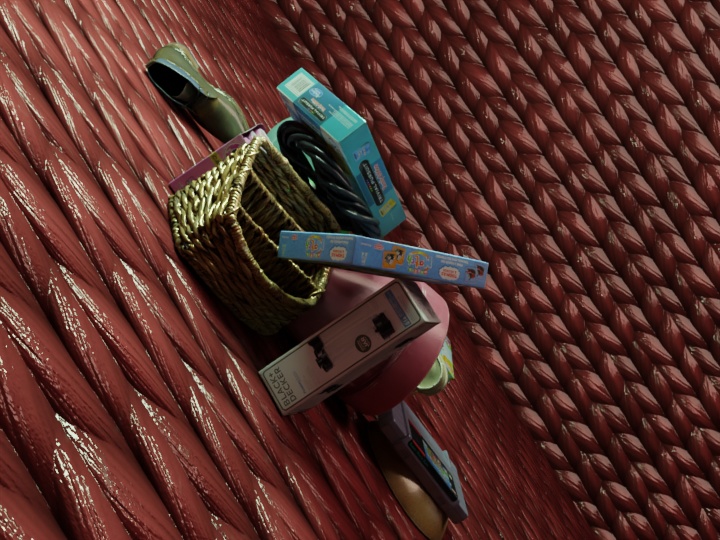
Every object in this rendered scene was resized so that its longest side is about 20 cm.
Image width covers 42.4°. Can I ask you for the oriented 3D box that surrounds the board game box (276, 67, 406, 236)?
[{"bbox_3d":[-0.023,-0.155,1.247,0.151,0.047,0.200,46,-10,37],"label":"board game box"}]

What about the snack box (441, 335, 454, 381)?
[{"bbox_3d":[0.085,0.093,1.623,0.201,0.067,0.169,55,13,-13],"label":"snack box"}]

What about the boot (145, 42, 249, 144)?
[{"bbox_3d":[-0.253,-0.255,1.425,0.200,0.075,0.097,48,22,-9],"label":"boot"}]

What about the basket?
[{"bbox_3d":[-0.113,-0.034,1.121,0.200,0.148,0.143,51,11,-40],"label":"basket"}]

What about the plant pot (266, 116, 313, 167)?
[{"bbox_3d":[-0.083,-0.163,1.507,0.201,0.200,0.161,57,4,1],"label":"plant pot"}]

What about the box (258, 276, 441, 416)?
[{"bbox_3d":[-0.010,0.090,1.090,0.060,0.199,0.117,57,11,11],"label":"box"}]

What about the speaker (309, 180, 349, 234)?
[{"bbox_3d":[-0.108,-0.106,1.372,0.199,0.089,0.088,32,1,19],"label":"speaker"}]

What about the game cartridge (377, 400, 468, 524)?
[{"bbox_3d":[0.089,0.260,1.344,0.200,0.038,0.130,54,6,-21],"label":"game cartridge"}]

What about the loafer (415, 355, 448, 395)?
[{"bbox_3d":[0.062,0.110,1.460,0.200,0.076,0.068,53,9,17],"label":"loafer"}]

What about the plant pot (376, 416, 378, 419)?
[{"bbox_3d":[0.022,0.175,1.517,0.201,0.027,0.200,56,10,-15],"label":"plant pot"}]

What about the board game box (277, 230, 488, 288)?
[{"bbox_3d":[0.026,-0.013,1.086,0.199,0.037,0.151,9,-2,-37],"label":"board game box"}]

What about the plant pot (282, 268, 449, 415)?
[{"bbox_3d":[-0.008,0.069,1.269,0.179,0.200,0.200,36,17,-21],"label":"plant pot"}]

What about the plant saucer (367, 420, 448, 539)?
[{"bbox_3d":[0.080,0.301,1.371,0.201,0.035,0.200,55,10,-14],"label":"plant saucer"}]

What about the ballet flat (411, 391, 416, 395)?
[{"bbox_3d":[0.040,0.140,1.676,0.201,0.068,0.063,61,-18,9],"label":"ballet flat"}]

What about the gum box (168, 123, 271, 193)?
[{"bbox_3d":[-0.173,-0.135,1.253,0.066,0.113,0.200,55,9,-9],"label":"gum box"}]

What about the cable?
[{"bbox_3d":[-0.046,-0.110,1.221,0.200,0.051,0.163,54,-6,-9],"label":"cable"}]
